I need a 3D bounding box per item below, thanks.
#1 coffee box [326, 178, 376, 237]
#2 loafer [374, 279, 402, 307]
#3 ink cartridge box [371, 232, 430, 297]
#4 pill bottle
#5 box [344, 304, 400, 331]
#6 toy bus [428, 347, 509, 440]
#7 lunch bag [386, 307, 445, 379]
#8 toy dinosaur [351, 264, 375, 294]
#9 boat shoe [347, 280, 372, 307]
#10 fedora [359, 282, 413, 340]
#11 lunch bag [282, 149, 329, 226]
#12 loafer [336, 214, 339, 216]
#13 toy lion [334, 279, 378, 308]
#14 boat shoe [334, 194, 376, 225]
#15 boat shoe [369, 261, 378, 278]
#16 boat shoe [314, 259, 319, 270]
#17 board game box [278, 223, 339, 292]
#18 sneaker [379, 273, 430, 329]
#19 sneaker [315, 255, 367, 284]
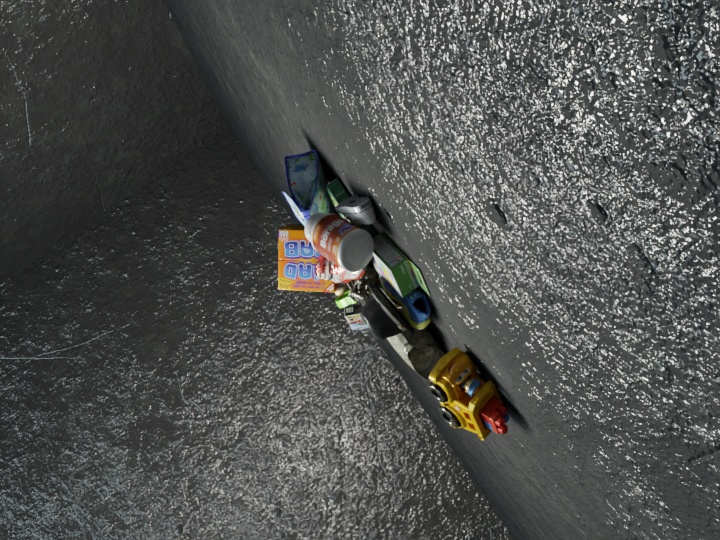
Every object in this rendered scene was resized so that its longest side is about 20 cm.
[{"bbox_3d":[-0.025,-0.156,1.688,0.202,0.044,0.123,56,175,7],"label":"coffee box"},{"bbox_3d":[0.098,0.068,1.736,0.071,0.074,0.200,63,171,-23],"label":"loafer"},{"bbox_3d":[0.093,-0.002,1.518,0.200,0.059,0.105,48,168,48],"label":"ink cartridge box"},{"bbox_3d":[-0.062,-0.081,1.531,0.199,0.112,0.113,31,158,47],"label":"pill bottle"},{"bbox_3d":[0.055,0.146,1.930,0.111,0.195,0.035,64,-161,-53],"label":"box"},{"bbox_3d":[0.282,0.316,1.450,0.191,0.135,0.203,22,145,54],"label":"toy bus"},{"bbox_3d":[0.150,0.207,1.751,0.164,0.118,0.200,49,-175,40],"label":"lunch bag"},{"bbox_3d":[0.000,0.000,1.711,0.202,0.075,0.104,-110,30,-50],"label":"toy dinosaur"},{"bbox_3d":[-0.007,0.065,1.778,0.072,0.065,0.204,95,154,-61],"label":"boat shoe"},{"bbox_3d":[0.059,0.129,1.609,0.202,0.091,0.201,50,-177,-3],"label":"fedora"},{"bbox_3d":[-0.154,-0.217,1.736,0.171,0.124,0.205,66,-167,-65],"label":"lunch bag"},{"bbox_3d":[-0.057,-0.092,1.745,0.067,0.076,0.202,35,-158,-31],"label":"loafer"},{"bbox_3d":[0.001,0.065,1.936,0.069,0.197,0.192,57,-168,-9],"label":"toy lion"},{"bbox_3d":[-0.008,-0.152,1.520,0.067,0.071,0.199,62,163,-16],"label":"boat shoe"},{"bbox_3d":[0.041,-0.016,1.771,0.200,0.069,0.072,117,133,-70],"label":"boat shoe"},{"bbox_3d":[-0.087,-0.040,1.794,0.074,0.062,0.200,64,-160,-10],"label":"boat shoe"},{"bbox_3d":[-0.169,-0.048,2.039,0.200,0.194,0.206,-59,-29,-79],"label":"board game box"},{"bbox_3d":[0.128,0.057,1.579,0.201,0.075,0.105,52,156,13],"label":"sneaker"},{"bbox_3d":[-0.058,-0.014,1.605,0.201,0.106,0.069,147,132,-62],"label":"sneaker"}]
